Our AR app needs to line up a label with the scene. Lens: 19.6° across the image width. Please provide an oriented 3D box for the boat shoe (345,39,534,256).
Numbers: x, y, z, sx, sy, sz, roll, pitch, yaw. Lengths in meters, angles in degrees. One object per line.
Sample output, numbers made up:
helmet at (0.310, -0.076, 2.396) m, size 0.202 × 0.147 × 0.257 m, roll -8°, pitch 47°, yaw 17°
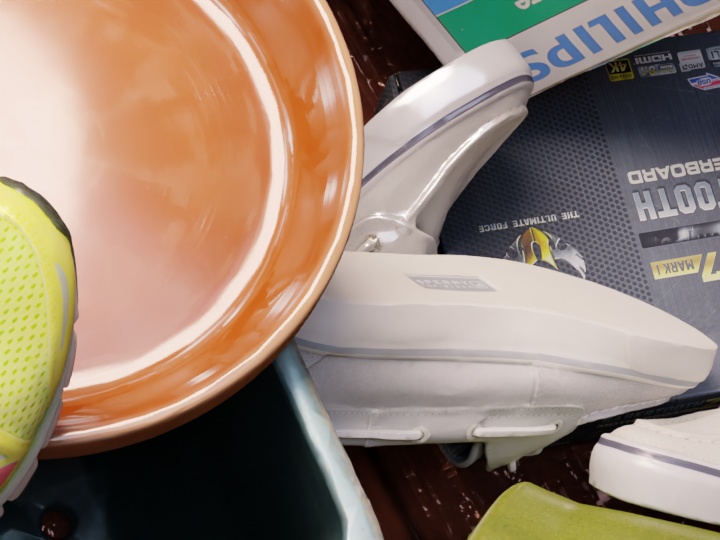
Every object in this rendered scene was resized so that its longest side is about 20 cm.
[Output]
boat shoe at (0.000, 0.000, 0.790) m, size 0.200 × 0.072 × 0.066 m, roll -43°, pitch 77°, yaw 2°

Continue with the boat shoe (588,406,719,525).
boat shoe at (0.171, 0.059, 0.792) m, size 0.199 × 0.071 × 0.070 m, roll 5°, pitch 97°, yaw -32°

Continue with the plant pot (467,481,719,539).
plant pot at (0.109, 0.172, 0.719) m, size 0.192 × 0.201 × 0.201 m, roll 25°, pitch 65°, yaw 14°

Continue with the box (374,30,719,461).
box at (0.118, -0.015, 0.861) m, size 0.199 × 0.051 × 0.159 m, roll -8°, pitch 70°, yaw -12°

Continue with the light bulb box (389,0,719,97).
light bulb box at (0.058, -0.209, 0.816) m, size 0.200 × 0.124 × 0.199 m, roll 48°, pitch 39°, yaw -27°

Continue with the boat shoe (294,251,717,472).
boat shoe at (0.044, 0.039, 0.750) m, size 0.199 × 0.069 × 0.072 m, roll 3°, pitch 21°, yaw -41°

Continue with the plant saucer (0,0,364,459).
plant saucer at (-0.099, -0.039, 0.622) m, size 0.199 × 0.032 × 0.201 m, roll 4°, pitch 68°, yaw -9°

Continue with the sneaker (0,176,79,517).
sneaker at (-0.143, 0.058, 0.520) m, size 0.078 × 0.090 × 0.200 m, roll 38°, pitch 84°, yaw 4°

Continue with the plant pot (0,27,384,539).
plant pot at (-0.130, 0.073, 0.696) m, size 0.195 × 0.200 × 0.197 m, roll -20°, pitch 72°, yaw -17°
